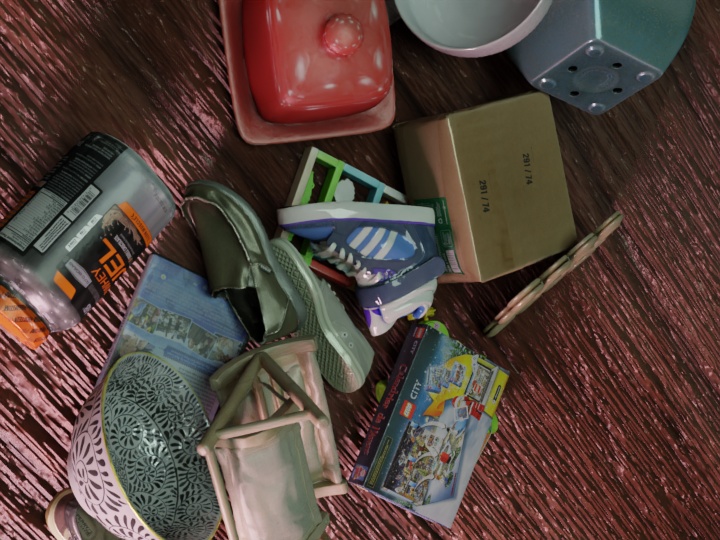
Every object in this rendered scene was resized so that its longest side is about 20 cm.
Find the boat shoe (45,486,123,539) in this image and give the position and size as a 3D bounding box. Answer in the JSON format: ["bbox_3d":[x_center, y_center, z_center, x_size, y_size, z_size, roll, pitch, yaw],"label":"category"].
[{"bbox_3d":[-0.245,0.307,1.190,0.200,0.065,0.073,47,70,-21],"label":"boat shoe"}]

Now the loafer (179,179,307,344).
[{"bbox_3d":[-0.132,-0.006,1.234,0.070,0.075,0.201,-43,103,-40],"label":"loafer"}]

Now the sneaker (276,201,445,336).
[{"bbox_3d":[0.000,0.000,1.283,0.198,0.080,0.149,1,91,-28],"label":"sneaker"}]

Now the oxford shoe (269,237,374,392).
[{"bbox_3d":[-0.048,0.045,1.303,0.058,0.075,0.201,-47,111,-41],"label":"oxford shoe"}]

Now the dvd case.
[{"bbox_3d":[-0.202,0.101,1.240,0.142,0.017,0.202,27,76,-28],"label":"dvd case"}]

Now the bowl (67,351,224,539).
[{"bbox_3d":[-0.228,0.191,1.143,0.201,0.093,0.202,54,23,-36],"label":"bowl"}]

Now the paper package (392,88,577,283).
[{"bbox_3d":[0.151,-0.101,1.383,0.189,0.103,0.203,-18,100,-36],"label":"paper package"}]

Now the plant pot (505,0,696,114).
[{"bbox_3d":[0.279,-0.311,1.379,0.194,0.196,0.202,19,61,-28],"label":"plant pot"}]

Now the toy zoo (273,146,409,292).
[{"bbox_3d":[-0.001,-0.044,1.353,0.199,0.020,0.133,26,77,-27],"label":"toy zoo"}]

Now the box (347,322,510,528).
[{"bbox_3d":[0.083,0.182,1.348,0.136,0.038,0.202,30,76,-26],"label":"box"}]

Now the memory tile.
[{"bbox_3d":[0.239,0.007,1.423,0.199,0.153,0.017,-38,81,-23],"label":"memory tile"}]

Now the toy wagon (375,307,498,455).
[{"bbox_3d":[0.092,0.145,1.398,0.154,0.039,0.203,-12,96,-30],"label":"toy wagon"}]

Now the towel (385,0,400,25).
[{"bbox_3d":[0.029,-0.373,1.368,0.199,0.024,0.148,-35,106,-25],"label":"towel"}]

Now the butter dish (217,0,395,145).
[{"bbox_3d":[-0.039,-0.247,1.247,0.197,0.148,0.203,-9,96,-21],"label":"butter dish"}]

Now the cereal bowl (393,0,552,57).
[{"bbox_3d":[0.139,-0.340,1.330,0.083,0.198,0.203,20,78,-68],"label":"cereal bowl"}]

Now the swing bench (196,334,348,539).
[{"bbox_3d":[-0.084,0.206,1.204,0.128,0.200,0.201,-12,111,-1],"label":"swing bench"}]

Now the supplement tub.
[{"bbox_3d":[-0.287,-0.029,1.131,0.123,0.122,0.200,47,70,-21],"label":"supplement tub"}]
